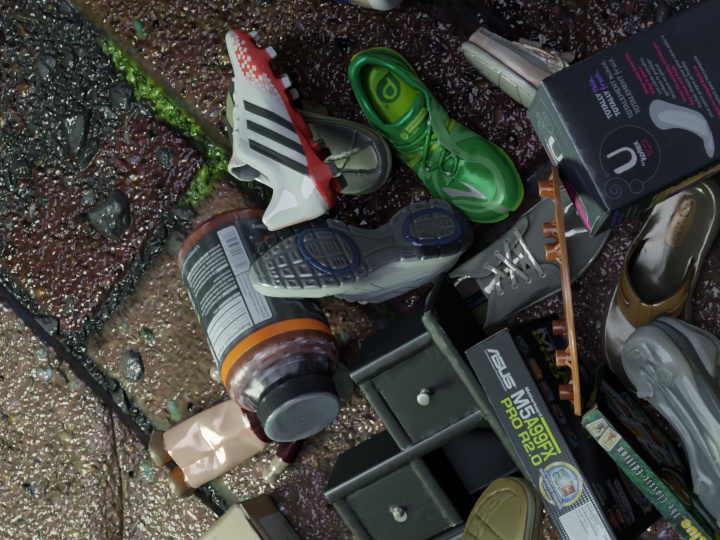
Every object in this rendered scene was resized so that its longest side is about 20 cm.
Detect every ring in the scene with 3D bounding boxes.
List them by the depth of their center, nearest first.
[{"bbox_3d":[0.160,0.017,1.533,0.019,0.200,0.202,-5,91,6],"label":"ring"}]

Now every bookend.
[{"bbox_3d":[0.039,0.142,1.643,0.198,0.092,0.201,-29,103,19],"label":"bookend"}]

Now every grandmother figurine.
[{"bbox_3d":[-0.097,0.134,1.748,0.199,0.061,0.122,-26,111,17],"label":"grandmother figurine"}]

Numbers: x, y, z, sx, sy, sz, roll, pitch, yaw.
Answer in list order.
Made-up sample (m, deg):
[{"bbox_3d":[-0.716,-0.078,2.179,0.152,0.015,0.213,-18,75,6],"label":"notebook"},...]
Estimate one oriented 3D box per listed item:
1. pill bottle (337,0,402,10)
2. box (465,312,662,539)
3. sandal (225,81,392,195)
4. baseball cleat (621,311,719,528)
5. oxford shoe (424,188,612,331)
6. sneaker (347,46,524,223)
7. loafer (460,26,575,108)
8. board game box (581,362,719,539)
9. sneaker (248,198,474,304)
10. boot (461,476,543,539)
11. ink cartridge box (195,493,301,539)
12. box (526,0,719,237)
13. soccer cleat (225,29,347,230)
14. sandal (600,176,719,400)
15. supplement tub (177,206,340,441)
[{"bbox_3d":[-0.051,-0.303,1.675,0.199,0.116,0.117,15,98,20],"label":"pill bottle"},{"bbox_3d":[0.172,0.138,1.591,0.044,0.160,0.201,-30,82,20],"label":"box"},{"bbox_3d":[-0.046,-0.116,1.711,0.200,0.057,0.080,24,119,33],"label":"sandal"},{"bbox_3d":[0.294,0.122,1.555,0.070,0.106,0.201,-31,90,44],"label":"baseball cleat"},{"bbox_3d":[0.136,-0.003,1.653,0.200,0.058,0.075,-36,77,16],"label":"oxford shoe"},{"bbox_3d":[0.056,-0.114,1.661,0.200,0.084,0.074,44,106,12],"label":"sneaker"},{"bbox_3d":[0.181,-0.153,1.630,0.199,0.072,0.063,36,87,9],"label":"loafer"},{"bbox_3d":[0.254,0.172,1.562,0.023,0.105,0.200,-39,97,17],"label":"board game box"},{"bbox_3d":[0.000,0.000,1.645,0.199,0.087,0.075,-7,56,-16],"label":"sneaker"},{"bbox_3d":[0.161,0.256,1.599,0.072,0.154,0.201,32,121,51],"label":"boot"},{"bbox_3d":[-0.096,0.333,1.745,0.165,0.075,0.200,-41,79,16],"label":"ink cartridge box"},{"bbox_3d":[0.251,-0.130,1.540,0.199,0.106,0.123,-26,82,-6],"label":"box"},{"bbox_3d":[-0.085,-0.123,1.642,0.085,0.069,0.201,-29,65,1],"label":"soccer cleat"},{"bbox_3d":[0.252,0.010,1.611,0.080,0.054,0.201,21,100,18],"label":"sandal"},{"bbox_3d":[-0.083,0.050,1.676,0.107,0.107,0.201,-36,57,18],"label":"supplement tub"}]
